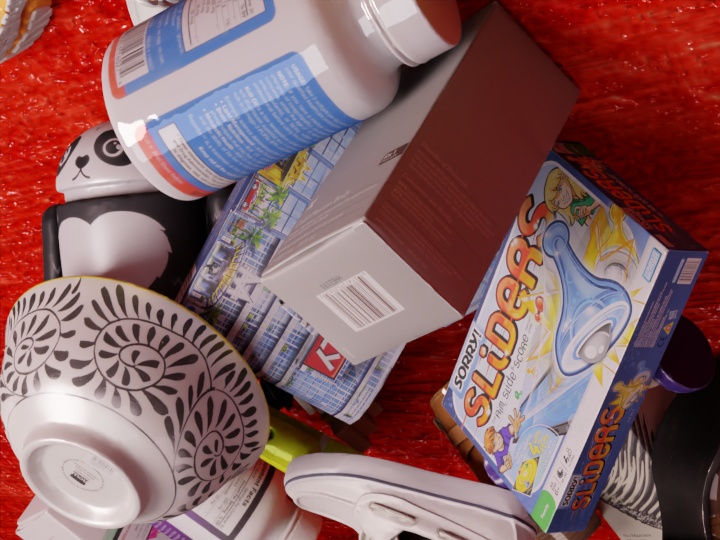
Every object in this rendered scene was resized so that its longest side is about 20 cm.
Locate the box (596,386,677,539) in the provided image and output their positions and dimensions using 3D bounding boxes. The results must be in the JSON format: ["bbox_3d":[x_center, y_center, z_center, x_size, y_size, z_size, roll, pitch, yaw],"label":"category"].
[{"bbox_3d":[0.181,0.107,1.038,0.082,0.069,0.200,-14,125,43],"label":"box"}]

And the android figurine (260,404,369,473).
[{"bbox_3d":[-0.061,0.140,1.182,0.199,0.041,0.182,29,170,-1],"label":"android figurine"}]

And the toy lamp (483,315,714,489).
[{"bbox_3d":[0.147,0.092,0.944,0.058,0.058,0.200,37,138,-9],"label":"toy lamp"}]

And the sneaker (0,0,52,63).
[{"bbox_3d":[-0.259,-0.198,1.004,0.077,0.078,0.200,48,139,0],"label":"sneaker"}]

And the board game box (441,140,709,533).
[{"bbox_3d":[0.125,0.040,0.895,0.135,0.034,0.202,49,129,48],"label":"board game box"}]

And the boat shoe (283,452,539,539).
[{"bbox_3d":[0.029,0.182,1.042,0.198,0.066,0.072,10,151,20],"label":"boat shoe"}]

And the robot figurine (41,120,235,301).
[{"bbox_3d":[-0.156,-0.009,1.047,0.148,0.203,0.125,-6,180,-11],"label":"robot figurine"}]

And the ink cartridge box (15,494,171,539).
[{"bbox_3d":[-0.211,0.249,1.419,0.200,0.145,0.084,41,142,-12],"label":"ink cartridge box"}]

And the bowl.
[{"bbox_3d":[-0.169,0.110,0.976,0.198,0.095,0.202,12,135,13],"label":"bowl"}]

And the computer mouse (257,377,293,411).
[{"bbox_3d":[-0.117,0.036,1.190,0.200,0.046,0.140,45,171,5],"label":"computer mouse"}]

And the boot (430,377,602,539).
[{"bbox_3d":[0.111,0.151,1.131,0.156,0.077,0.200,49,180,9],"label":"boot"}]

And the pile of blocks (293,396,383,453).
[{"bbox_3d":[-0.037,0.056,1.130,0.062,0.082,0.200,-37,116,9],"label":"pile of blocks"}]

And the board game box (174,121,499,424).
[{"bbox_3d":[0.000,0.000,0.975,0.198,0.201,0.062,27,-174,-13],"label":"board game box"}]

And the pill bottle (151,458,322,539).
[{"bbox_3d":[-0.137,0.207,1.346,0.199,0.112,0.111,37,144,-7],"label":"pill bottle"}]

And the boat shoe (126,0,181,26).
[{"bbox_3d":[-0.127,-0.193,0.893,0.074,0.086,0.203,27,143,5],"label":"boat shoe"}]

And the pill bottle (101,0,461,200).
[{"bbox_3d":[-0.045,-0.128,0.857,0.198,0.113,0.113,-22,122,23],"label":"pill bottle"}]

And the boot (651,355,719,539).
[{"bbox_3d":[0.293,0.173,1.005,0.198,0.190,0.068,20,163,-28],"label":"boot"}]

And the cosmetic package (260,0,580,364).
[{"bbox_3d":[0.039,-0.052,0.846,0.090,0.201,0.106,41,140,-17],"label":"cosmetic package"}]
